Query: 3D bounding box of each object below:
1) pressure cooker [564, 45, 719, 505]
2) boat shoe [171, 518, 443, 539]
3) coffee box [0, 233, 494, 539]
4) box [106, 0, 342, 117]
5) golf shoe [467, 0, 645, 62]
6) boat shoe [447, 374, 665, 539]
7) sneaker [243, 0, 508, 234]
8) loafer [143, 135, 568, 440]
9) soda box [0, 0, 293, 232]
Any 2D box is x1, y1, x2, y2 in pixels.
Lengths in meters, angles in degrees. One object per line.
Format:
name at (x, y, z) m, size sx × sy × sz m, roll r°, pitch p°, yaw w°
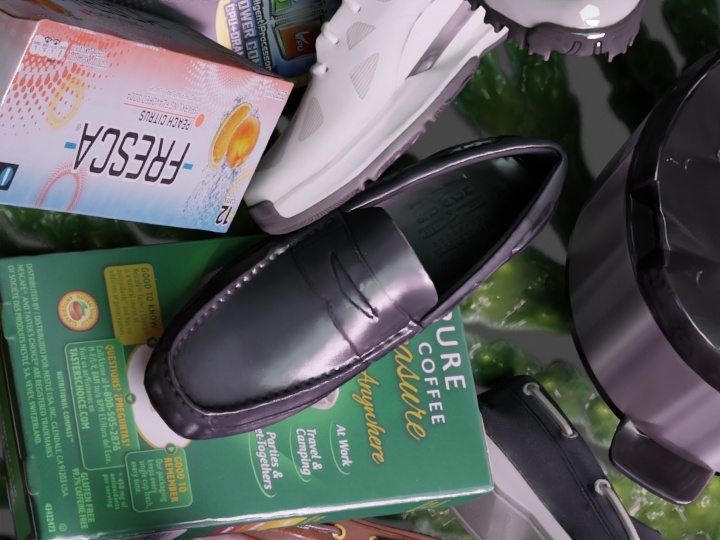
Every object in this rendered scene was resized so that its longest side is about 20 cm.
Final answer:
pressure cooker at (0.178, -0.003, 1.149) m, size 0.176 × 0.200 × 0.179 m, roll -14°, pitch 79°, yaw -11°
boat shoe at (-0.046, 0.117, 1.170) m, size 0.200 × 0.072 × 0.068 m, roll 24°, pitch 64°, yaw -20°
coffee box at (-0.050, 0.048, 1.120) m, size 0.200 × 0.044 × 0.123 m, roll -7°, pitch 76°, yaw -22°
box at (-0.086, -0.148, 1.067) m, size 0.160 × 0.044 × 0.200 m, roll -17°, pitch 113°, yaw -17°
golf shoe at (0.061, -0.170, 0.924) m, size 0.078 × 0.095 × 0.200 m, roll -5°, pitch 67°, yaw -13°
boat shoe at (0.106, 0.127, 1.173) m, size 0.060 × 0.200 × 0.076 m, roll -29°, pitch 161°, yaw -24°
sneaker at (0.001, -0.116, 1.065) m, size 0.115 × 0.076 × 0.201 m, roll 43°, pitch 95°, yaw -8°
loafer at (0.000, 0.000, 1.089) m, size 0.200 × 0.070 × 0.068 m, roll -32°, pitch 86°, yaw -26°
soda box at (-0.101, -0.061, 0.968) m, size 0.068 × 0.064 × 0.200 m, roll -64°, pitch 157°, yaw 8°
